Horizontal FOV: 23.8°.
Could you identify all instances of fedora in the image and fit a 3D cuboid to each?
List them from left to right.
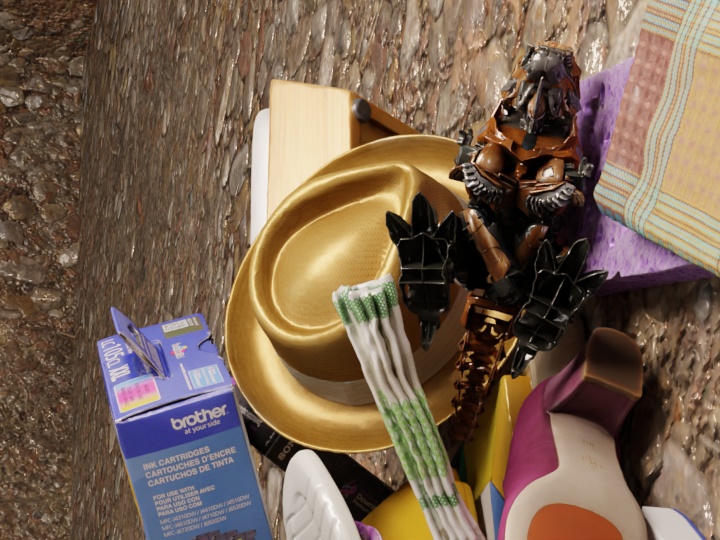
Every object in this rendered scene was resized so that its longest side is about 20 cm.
[{"bbox_3d":[0.000,0.000,0.960,0.082,0.200,0.202,46,-142,-59],"label":"fedora"}]

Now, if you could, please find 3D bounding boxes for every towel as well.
[{"bbox_3d":[0.039,0.097,0.829,0.149,0.031,0.201,18,-131,-88],"label":"towel"},{"bbox_3d":[0.164,-0.067,0.699,0.200,0.022,0.147,37,115,62],"label":"towel"}]

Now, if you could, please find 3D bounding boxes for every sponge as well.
[{"bbox_3d":[0.134,-0.047,0.852,0.200,0.030,0.112,163,112,-73],"label":"sponge"}]

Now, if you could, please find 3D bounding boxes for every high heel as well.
[{"bbox_3d":[0.090,0.122,0.798,0.096,0.067,0.200,-63,0,43],"label":"high heel"}]

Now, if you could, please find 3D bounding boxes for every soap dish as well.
[{"bbox_3d":[0.002,-0.010,1.096,0.081,0.157,0.201,-15,64,33],"label":"soap dish"}]

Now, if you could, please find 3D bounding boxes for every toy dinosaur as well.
[{"bbox_3d":[0.078,-0.010,0.861,0.136,0.102,0.201,-53,-45,-71],"label":"toy dinosaur"}]

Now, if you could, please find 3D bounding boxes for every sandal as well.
[{"bbox_3d":[0.009,0.187,0.927,0.203,0.050,0.083,64,147,33],"label":"sandal"}]

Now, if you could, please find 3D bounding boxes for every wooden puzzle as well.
[{"bbox_3d":[0.081,0.143,0.957,0.200,0.037,0.186,119,153,-54],"label":"wooden puzzle"}]

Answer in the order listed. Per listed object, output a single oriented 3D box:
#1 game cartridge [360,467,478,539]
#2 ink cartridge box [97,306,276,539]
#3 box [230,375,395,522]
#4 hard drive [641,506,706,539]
[{"bbox_3d":[0.013,0.230,0.974,0.200,0.032,0.177,-46,40,39],"label":"game cartridge"},{"bbox_3d":[-0.104,0.116,1.037,0.136,0.076,0.201,-128,25,-69],"label":"ink cartridge box"},{"bbox_3d":[-0.022,0.134,1.142,0.036,0.143,0.200,-54,14,-7],"label":"box"},{"bbox_3d":[0.133,0.226,0.759,0.132,0.025,0.201,-122,41,-66],"label":"hard drive"}]
